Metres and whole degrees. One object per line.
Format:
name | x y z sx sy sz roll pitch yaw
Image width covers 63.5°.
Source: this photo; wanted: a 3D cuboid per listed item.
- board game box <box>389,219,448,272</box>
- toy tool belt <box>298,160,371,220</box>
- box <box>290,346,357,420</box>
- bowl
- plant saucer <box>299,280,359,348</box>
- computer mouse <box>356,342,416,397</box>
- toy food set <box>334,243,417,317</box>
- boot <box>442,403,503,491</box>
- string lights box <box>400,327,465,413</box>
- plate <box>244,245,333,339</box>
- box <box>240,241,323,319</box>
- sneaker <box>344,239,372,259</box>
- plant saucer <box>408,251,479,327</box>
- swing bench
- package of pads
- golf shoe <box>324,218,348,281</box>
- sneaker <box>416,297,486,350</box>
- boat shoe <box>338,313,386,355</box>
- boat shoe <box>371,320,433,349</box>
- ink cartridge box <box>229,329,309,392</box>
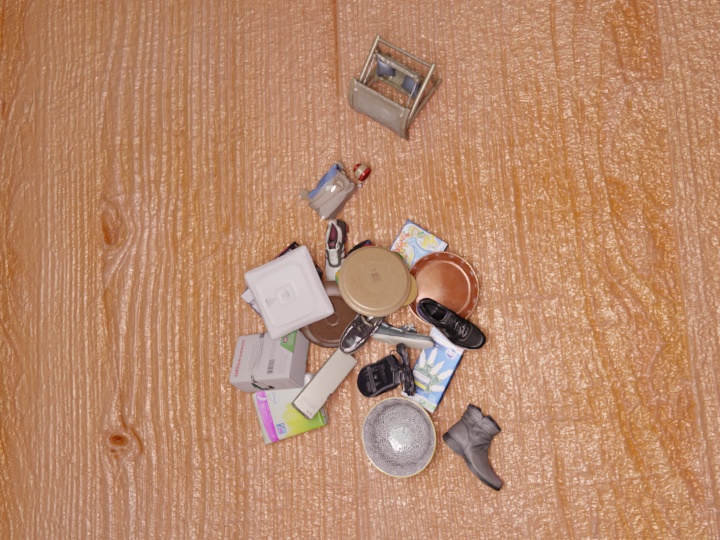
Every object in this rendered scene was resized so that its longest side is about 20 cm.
board game box | 0.135 -0.021 1.611 0.134 0.034 0.202 33 94 17
toy tool belt | -0.077 -0.250 1.654 0.123 0.125 0.200 42 96 8
box | -0.099 0.306 1.581 0.068 0.082 0.200 41 71 0
bowl | 0.109 0.432 1.543 0.197 0.094 0.204 -1 86 16
plant saucer | -0.078 0.129 1.609 0.197 0.037 0.204 -2 108 -6
computer mouse | 0.073 0.287 1.568 0.199 0.052 0.141 -28 67 39
toy food set | 0.038 0.025 1.508 0.198 0.049 0.199 -27 74 -15
boot | 0.319 0.452 1.496 0.200 0.070 0.132 44 92 12
string lights box | 0.198 0.262 1.552 0.102 0.059 0.202 26 92 19
plate | -0.197 0.063 1.566 0.198 0.032 0.202 -24 92 11
box | -0.221 0.037 1.649 0.200 0.115 0.132 -42 101 8
sneaker | 0.000 0.000 1.611 0.075 0.078 0.202 -19 43 40
plant saucer | 0.215 0.051 1.546 0.197 0.032 0.204 -1 82 5
swing bench | 0.089 -0.506 1.625 0.198 0.130 0.202 33 95 17
package of pads | -0.199 0.388 1.655 0.197 0.068 0.157 -20 81 13
golf shoe | -0.076 -0.046 1.652 0.076 0.088 0.204 -3 85 14
sneaker | 0.227 0.138 1.473 0.198 0.088 0.076 31 85 8
boat shoe | 0.014 0.141 1.561 0.200 0.065 0.072 -44 76 -6
boat shoe | 0.114 0.166 1.557 0.198 0.073 0.063 2 66 44
ink cartridge box | -0.255 0.255 1.639 0.197 0.084 0.148 -9 55 24
